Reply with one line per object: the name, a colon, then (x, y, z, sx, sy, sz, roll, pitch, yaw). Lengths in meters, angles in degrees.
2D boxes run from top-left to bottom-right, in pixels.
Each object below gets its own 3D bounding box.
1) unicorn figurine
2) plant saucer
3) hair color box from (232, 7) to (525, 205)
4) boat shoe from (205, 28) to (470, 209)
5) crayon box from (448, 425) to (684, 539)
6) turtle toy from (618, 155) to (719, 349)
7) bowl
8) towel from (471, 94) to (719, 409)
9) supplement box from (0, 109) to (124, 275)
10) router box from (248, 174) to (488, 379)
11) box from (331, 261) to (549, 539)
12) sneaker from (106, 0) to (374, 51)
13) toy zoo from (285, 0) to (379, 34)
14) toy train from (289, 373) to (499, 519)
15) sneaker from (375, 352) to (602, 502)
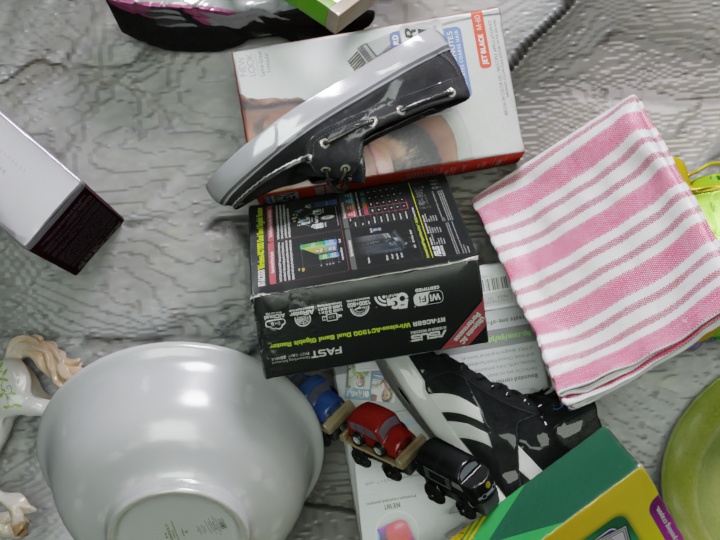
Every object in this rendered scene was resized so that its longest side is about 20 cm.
unicorn figurine: (-0.281, 0.129, 1.250, 0.137, 0.074, 0.200, 39, 69, 4)
plant saucer: (0.312, 0.141, 1.215, 0.199, 0.031, 0.200, -18, 44, 18)
hair color box: (0.013, -0.120, 1.274, 0.199, 0.064, 0.111, -10, 85, 0)
boat shoe: (-0.011, -0.091, 1.211, 0.200, 0.070, 0.066, -33, 85, -10)
crayon box: (0.147, 0.232, 1.187, 0.172, 0.058, 0.200, -35, 125, -3)
turtle toy: (0.240, -0.003, 1.243, 0.199, 0.101, 0.146, -6, 61, 2)
bowl: (-0.123, 0.152, 1.176, 0.200, 0.091, 0.202, -2, 129, -2)
towel: (0.167, -0.017, 1.199, 0.146, 0.030, 0.200, -33, 53, 17)
supplement box: (-0.234, -0.060, 1.197, 0.109, 0.200, 0.061, 40, 87, 4)
router box: (0.000, 0.000, 1.189, 0.149, 0.200, 0.062, -9, 109, -1)
box: (0.062, 0.103, 1.262, 0.155, 0.041, 0.201, -10, 83, -1)
sneaker: (-0.091, -0.217, 1.287, 0.199, 0.080, 0.087, 0, 72, -8)
toy zoo: (-0.054, -0.261, 1.263, 0.200, 0.020, 0.131, 36, 54, 18)
toy train: (0.012, 0.115, 1.191, 0.200, 0.046, 0.034, 22, 52, 37)
sneaker: (0.098, 0.090, 1.214, 0.112, 0.073, 0.200, -37, 94, -7)
